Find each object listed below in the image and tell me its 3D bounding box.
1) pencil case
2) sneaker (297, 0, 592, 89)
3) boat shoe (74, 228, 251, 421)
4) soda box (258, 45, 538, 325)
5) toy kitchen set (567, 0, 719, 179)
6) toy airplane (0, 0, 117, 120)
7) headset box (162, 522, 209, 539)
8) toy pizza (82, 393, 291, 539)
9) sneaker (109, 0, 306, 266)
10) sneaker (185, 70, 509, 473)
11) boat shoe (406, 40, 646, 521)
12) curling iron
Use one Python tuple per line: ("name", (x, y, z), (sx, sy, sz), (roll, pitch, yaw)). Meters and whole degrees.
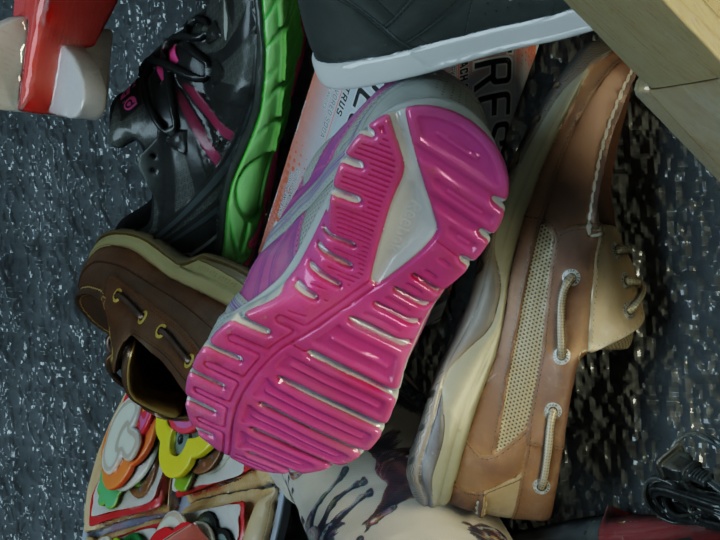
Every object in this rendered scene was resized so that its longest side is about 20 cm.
("pencil case", (0.016, 0.119, 1.106), (0.089, 0.078, 0.200), (-44, 40, 12))
("sneaker", (0.053, -0.141, 0.980), (0.199, 0.071, 0.099), (-16, 119, 22))
("boat shoe", (-0.088, 0.029, 1.181), (0.068, 0.072, 0.200), (-53, 26, -12))
("soda box", (0.022, -0.072, 1.115), (0.068, 0.063, 0.201), (47, 131, 39))
("toy kitchen set", (0.205, -0.098, 0.790), (0.180, 0.200, 0.164), (-6, 47, 55))
("toy airplane", (-0.147, -0.167, 1.207), (0.200, 0.141, 0.200), (-39, 37, 32))
("headset box", (-0.054, 0.215, 1.074), (0.200, 0.077, 0.149), (44, 145, 25))
("toy pizza", (-0.096, 0.116, 1.273), (0.200, 0.032, 0.201), (-33, 48, 48))
("sneaker", (-0.074, -0.080, 1.215), (0.077, 0.083, 0.201), (-80, 4, -67))
("sneaker", (0.000, 0.000, 1.048), (0.200, 0.081, 0.088), (-52, 9, 30))
("boat shoe", (0.080, 0.007, 1.049), (0.076, 0.071, 0.201), (-55, -16, -80))
("curling iron", (0.102, 0.101, 1.055), (0.050, 0.026, 0.200), (51, 152, -6))
